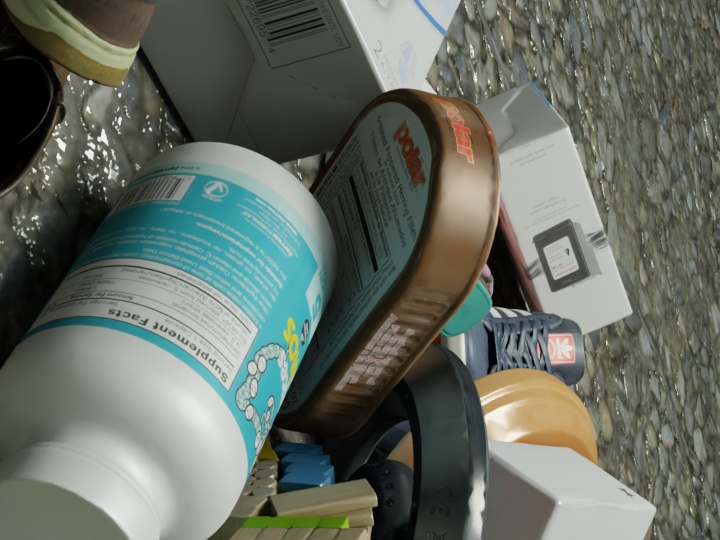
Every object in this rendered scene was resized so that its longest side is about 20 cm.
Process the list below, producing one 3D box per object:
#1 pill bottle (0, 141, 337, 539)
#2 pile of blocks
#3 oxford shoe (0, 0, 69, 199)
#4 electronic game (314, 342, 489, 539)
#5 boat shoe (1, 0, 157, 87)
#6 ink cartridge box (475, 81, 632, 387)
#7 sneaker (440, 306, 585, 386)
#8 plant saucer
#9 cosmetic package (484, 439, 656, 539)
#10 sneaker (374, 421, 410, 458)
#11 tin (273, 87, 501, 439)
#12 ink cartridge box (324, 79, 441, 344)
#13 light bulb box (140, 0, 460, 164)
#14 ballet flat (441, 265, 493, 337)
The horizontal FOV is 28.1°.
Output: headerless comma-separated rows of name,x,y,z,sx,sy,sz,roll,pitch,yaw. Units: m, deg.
pill bottle,-0.086,0.042,0.612,0.112,0.109,0.201,63,32,-30
pile of blocks,-0.034,0.127,0.653,0.200,0.081,0.063,-126,-151,-74
oxford shoe,-0.143,-0.070,0.570,0.073,0.083,0.201,60,31,-31
electronic game,0.009,0.133,0.706,0.041,0.200,0.203,17,59,-19
boat shoe,-0.121,-0.158,0.580,0.073,0.065,0.201,22,31,-52
ink cartridge box,0.145,-0.028,1.094,0.116,0.066,0.202,-108,175,-65
sneaker,0.108,0.054,0.982,0.200,0.083,0.076,13,74,-72
plant saucer,0.074,0.156,0.846,0.198,0.037,0.203,-21,125,-33
cosmetic package,0.072,0.199,0.789,0.101,0.071,0.202,13,104,-48
sneaker,0.040,0.118,0.877,0.199,0.082,0.075,31,14,-36
tin,0.000,0.000,0.700,0.041,0.201,0.113,8,46,-32
ink cartridge box,0.042,-0.030,0.958,0.200,0.047,0.162,42,46,-49
light bulb box,-0.040,-0.194,0.768,0.200,0.123,0.201,62,33,-31
ballet flat,0.032,-0.015,0.806,0.072,0.069,0.200,54,2,18
